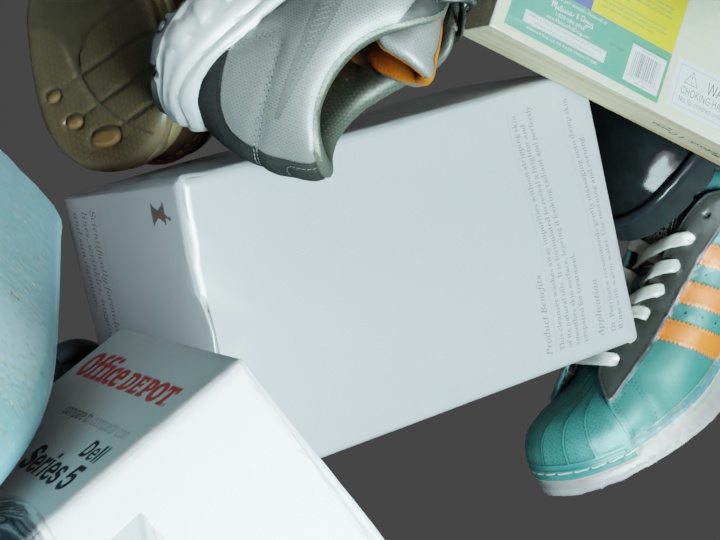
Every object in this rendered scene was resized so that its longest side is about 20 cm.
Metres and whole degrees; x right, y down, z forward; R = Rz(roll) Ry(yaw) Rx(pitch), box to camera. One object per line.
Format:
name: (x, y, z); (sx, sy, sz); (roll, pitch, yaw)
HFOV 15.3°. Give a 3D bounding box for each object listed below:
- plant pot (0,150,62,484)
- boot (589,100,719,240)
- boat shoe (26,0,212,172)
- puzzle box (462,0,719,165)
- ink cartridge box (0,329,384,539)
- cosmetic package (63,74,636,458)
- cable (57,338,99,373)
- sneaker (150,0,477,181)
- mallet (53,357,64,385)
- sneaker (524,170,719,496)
plant pot: (-0.209, 0.026, 0.795); (0.196, 0.200, 0.196); (-38, 119, 8)
boot: (0.099, -0.135, 1.065); (0.162, 0.073, 0.199); (38, 71, -29)
boat shoe: (-0.085, -0.137, 0.977); (0.067, 0.072, 0.202); (-8, 93, -60)
puzzle box: (0.139, -0.115, 1.036); (0.199, 0.025, 0.134); (25, 78, -28)
ink cartridge box: (-0.107, 0.113, 0.824); (0.200, 0.145, 0.084); (-40, 105, -14)
cosmetic package: (0.000, 0.000, 0.999); (0.199, 0.081, 0.114); (-15, 97, -36)
cable: (-0.107, 0.116, 0.968); (0.200, 0.051, 0.163); (-36, 80, -31)
sneaker: (0.018, -0.112, 0.932); (0.200, 0.079, 0.074); (-50, 158, -9)
mallet: (-0.167, 0.099, 0.894); (0.041, 0.066, 0.200); (37, 63, 10)
sneaker: (0.130, 0.007, 1.105); (0.200, 0.071, 0.080); (-42, 109, -23)
